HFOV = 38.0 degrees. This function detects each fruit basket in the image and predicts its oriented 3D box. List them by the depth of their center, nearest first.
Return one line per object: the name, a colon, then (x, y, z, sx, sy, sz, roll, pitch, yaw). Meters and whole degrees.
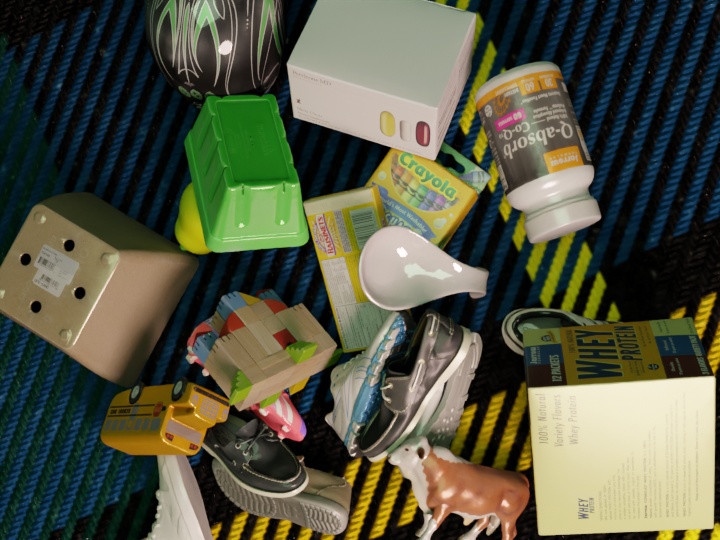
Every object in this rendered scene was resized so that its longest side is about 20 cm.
fruit basket: (-0.160, -0.097, 1.349, 0.153, 0.215, 0.220, -5, 82, -17)

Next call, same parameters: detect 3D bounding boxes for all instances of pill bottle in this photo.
pill bottle: (0.223, -0.145, 1.298, 0.115, 0.116, 0.203, -19, 81, 7)

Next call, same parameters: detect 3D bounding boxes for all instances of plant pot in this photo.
plant pot: (-0.360, 0.017, 1.347, 0.198, 0.177, 0.202, 29, 90, 11)

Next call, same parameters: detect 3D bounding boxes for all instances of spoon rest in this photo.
spoon rest: (0.082, 0.003, 1.275, 0.197, 0.060, 0.101, 8, 87, -33)

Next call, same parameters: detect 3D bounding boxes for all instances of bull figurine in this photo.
bull figurine: (0.116, 0.273, 1.262, 0.197, 0.065, 0.123, 18, 94, -22)

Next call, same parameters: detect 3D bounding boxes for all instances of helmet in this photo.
helmet: (-0.184, -0.322, 1.338, 0.196, 0.192, 0.203, -2, 58, 3)

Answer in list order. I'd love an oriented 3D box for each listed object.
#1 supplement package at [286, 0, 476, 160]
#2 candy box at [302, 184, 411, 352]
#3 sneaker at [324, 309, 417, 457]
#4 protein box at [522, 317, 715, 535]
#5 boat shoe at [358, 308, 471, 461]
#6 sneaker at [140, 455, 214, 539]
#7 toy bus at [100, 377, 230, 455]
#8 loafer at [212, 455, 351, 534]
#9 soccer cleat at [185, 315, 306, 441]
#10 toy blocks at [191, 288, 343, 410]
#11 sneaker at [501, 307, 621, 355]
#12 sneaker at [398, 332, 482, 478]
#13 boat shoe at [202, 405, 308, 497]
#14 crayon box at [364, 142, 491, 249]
supplement package: (0.028, -0.257, 1.320, 0.197, 0.111, 0.158, 18, 64, 11)
candy box: (0.000, 0.000, 1.314, 0.101, 0.026, 0.203, -8, 103, 29)
sneaker: (0.003, 0.129, 1.307, 0.086, 0.074, 0.203, 36, 113, 33)
protein box: (0.293, 0.179, 1.203, 0.196, 0.135, 0.202, -5, 114, 8)
boat shoe: (0.051, 0.138, 1.257, 0.067, 0.072, 0.201, 29, 103, -22)
sneaker: (-0.257, 0.330, 1.349, 0.114, 0.074, 0.203, -18, 83, 4)
toy bus: (-0.246, 0.186, 1.309, 0.198, 0.065, 0.079, -11, 55, 48)
loafer: (-0.097, 0.275, 1.338, 0.197, 0.076, 0.070, 17, 43, 18)
soccer cleat: (-0.138, 0.138, 1.358, 0.199, 0.067, 0.077, 39, 63, 5)
toy blocks: (-0.129, 0.084, 1.308, 0.137, 0.199, 0.101, 47, 131, 19)
sneaker: (0.270, 0.091, 1.280, 0.196, 0.088, 0.077, 7, 83, 9)
sneaker: (0.085, 0.161, 1.320, 0.080, 0.076, 0.203, 20, 87, 28)
boat shoe: (-0.143, 0.211, 1.305, 0.074, 0.067, 0.198, -29, 40, -29)
crayon box: (0.063, -0.079, 1.350, 0.125, 0.052, 0.201, 35, 90, 11)
